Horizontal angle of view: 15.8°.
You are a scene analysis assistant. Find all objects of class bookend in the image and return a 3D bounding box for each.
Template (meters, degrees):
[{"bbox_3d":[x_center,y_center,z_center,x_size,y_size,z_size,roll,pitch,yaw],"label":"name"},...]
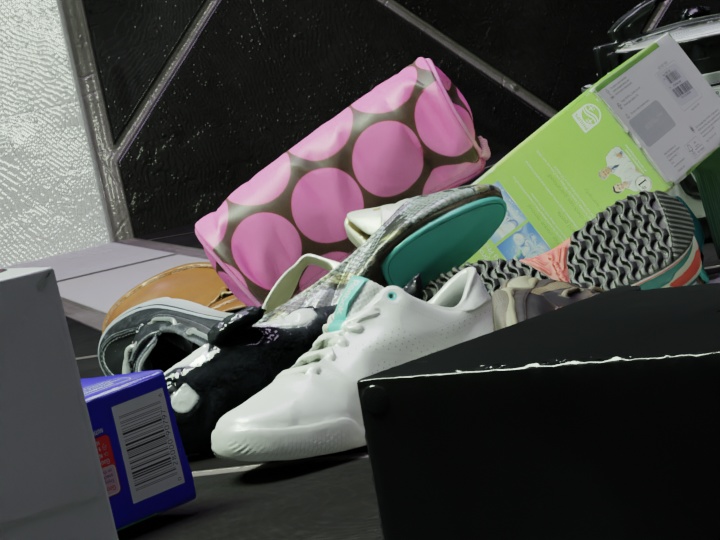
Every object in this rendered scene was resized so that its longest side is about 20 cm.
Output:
[{"bbox_3d":[0.139,0.059,0.980,0.199,0.092,0.200,-6,6,36],"label":"bookend"}]

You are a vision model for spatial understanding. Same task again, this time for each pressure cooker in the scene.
[{"bbox_3d":[0.284,-0.132,2.091,0.176,0.200,0.179,-15,7,-38],"label":"pressure cooker"}]

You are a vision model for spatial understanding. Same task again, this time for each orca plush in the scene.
[{"bbox_3d":[-0.033,0.073,1.519,0.200,0.071,0.105,-11,-41,-34],"label":"orca plush"}]

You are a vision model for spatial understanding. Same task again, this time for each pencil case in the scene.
[{"bbox_3d":[-0.007,-0.049,1.703,0.200,0.094,0.091,-39,-21,-2],"label":"pencil case"}]

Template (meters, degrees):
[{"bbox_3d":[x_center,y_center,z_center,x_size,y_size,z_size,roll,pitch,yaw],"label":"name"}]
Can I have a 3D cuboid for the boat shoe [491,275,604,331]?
[{"bbox_3d":[0.109,0.038,1.369,0.073,0.075,0.200,-5,12,6],"label":"boat shoe"}]

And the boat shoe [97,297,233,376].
[{"bbox_3d":[-0.125,0.062,1.706,0.068,0.072,0.200,-14,13,-38],"label":"boat shoe"}]

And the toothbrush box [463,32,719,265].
[{"bbox_3d":[0.137,-0.054,1.732,0.200,0.086,0.146,-40,-2,34],"label":"toothbrush box"}]

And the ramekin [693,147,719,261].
[{"bbox_3d":[0.331,-0.064,1.816,0.200,0.098,0.200,-12,5,1],"label":"ramekin"}]

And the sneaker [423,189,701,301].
[{"bbox_3d":[0.123,0.024,1.617,0.200,0.070,0.093,-25,-30,7],"label":"sneaker"}]

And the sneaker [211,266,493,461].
[{"bbox_3d":[-0.004,0.049,1.424,0.200,0.089,0.075,-17,8,-38],"label":"sneaker"}]

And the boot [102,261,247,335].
[{"bbox_3d":[-0.105,0.044,1.881,0.200,0.077,0.155,-4,11,9],"label":"boot"}]

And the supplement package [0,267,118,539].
[{"bbox_3d":[-0.216,0.095,1.049,0.200,0.156,0.111,-15,6,-27],"label":"supplement package"}]

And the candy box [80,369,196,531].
[{"bbox_3d":[-0.215,0.111,1.315,0.200,0.077,0.169,-6,9,42],"label":"candy box"}]

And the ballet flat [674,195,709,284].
[{"bbox_3d":[0.198,-0.005,1.750,0.074,0.074,0.200,-11,4,11],"label":"ballet flat"}]

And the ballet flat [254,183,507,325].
[{"bbox_3d":[0.000,0.000,1.616,0.200,0.072,0.072,-41,13,-12],"label":"ballet flat"}]
